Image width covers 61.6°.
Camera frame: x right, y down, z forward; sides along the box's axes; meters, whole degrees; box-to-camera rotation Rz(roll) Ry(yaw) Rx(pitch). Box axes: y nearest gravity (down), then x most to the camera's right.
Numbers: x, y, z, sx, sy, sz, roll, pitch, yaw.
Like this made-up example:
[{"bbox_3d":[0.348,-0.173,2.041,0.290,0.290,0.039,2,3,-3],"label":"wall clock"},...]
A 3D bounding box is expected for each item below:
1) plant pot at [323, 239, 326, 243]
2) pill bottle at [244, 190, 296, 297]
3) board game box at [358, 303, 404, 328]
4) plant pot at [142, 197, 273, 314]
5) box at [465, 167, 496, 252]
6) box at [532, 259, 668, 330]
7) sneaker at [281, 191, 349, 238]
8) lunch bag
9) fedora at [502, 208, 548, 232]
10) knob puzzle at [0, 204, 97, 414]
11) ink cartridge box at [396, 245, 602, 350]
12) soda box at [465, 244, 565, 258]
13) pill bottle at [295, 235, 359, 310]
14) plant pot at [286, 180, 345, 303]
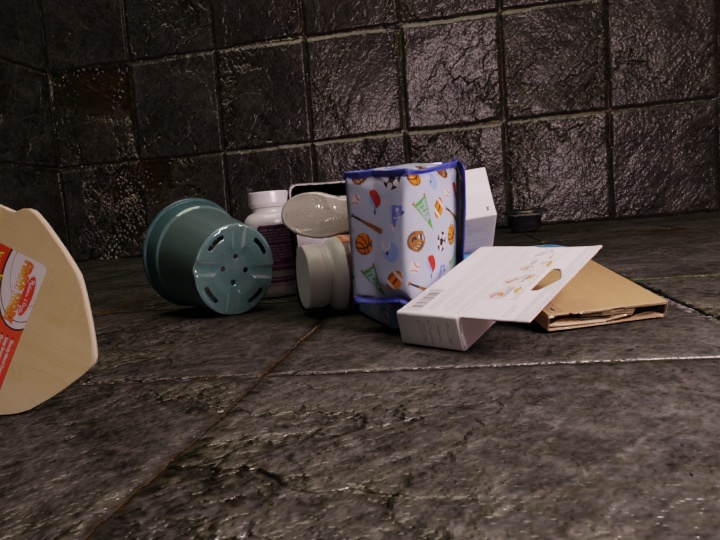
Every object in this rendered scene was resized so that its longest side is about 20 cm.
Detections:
[{"bbox_3d":[-0.046,-0.052,1.312,0.195,0.207,0.188,0,20,39],"label":"plant pot"},{"bbox_3d":[-0.178,-0.055,1.220,0.108,0.208,0.112,-4,6,0],"label":"pill bottle"},{"bbox_3d":[0.109,0.041,0.874,0.193,0.038,0.151,-6,7,-17],"label":"board game box"},{"bbox_3d":[-0.261,-0.017,1.067,0.195,0.208,0.194,-9,14,-35],"label":"plant pot"},{"bbox_3d":[0.165,-0.069,1.063,0.120,0.100,0.202,-8,-32,3],"label":"box"},{"bbox_3d":[0.267,0.021,0.787,0.157,0.022,0.200,-6,19,-11],"label":"box"},{"bbox_3d":[-0.032,-0.088,1.000,0.192,0.078,0.084,1,-3,7],"label":"sneaker"},{"bbox_3d":[0.080,-0.057,0.805,0.121,0.177,0.198,5,12,33],"label":"lunch bag"},{"bbox_3d":[0.704,-0.214,2.579,0.193,0.095,0.201,-5,6,0],"label":"fedora"},{"bbox_3d":[-0.328,0.039,0.554,0.211,0.228,0.030,-4,5,2],"label":"knob puzzle"},{"bbox_3d":[0.163,0.027,0.695,0.170,0.045,0.198,2,25,44],"label":"ink cartridge box"},{"bbox_3d":[0.240,0.000,1.007,0.192,0.071,0.064,-5,6,-2],"label":"soda box"},{"bbox_3d":[0.000,0.000,0.969,0.193,0.119,0.114,-6,6,-20],"label":"pill bottle"},{"bbox_3d":[-0.045,-0.041,1.114,0.193,0.207,0.177,-7,-6,-20],"label":"plant pot"}]
